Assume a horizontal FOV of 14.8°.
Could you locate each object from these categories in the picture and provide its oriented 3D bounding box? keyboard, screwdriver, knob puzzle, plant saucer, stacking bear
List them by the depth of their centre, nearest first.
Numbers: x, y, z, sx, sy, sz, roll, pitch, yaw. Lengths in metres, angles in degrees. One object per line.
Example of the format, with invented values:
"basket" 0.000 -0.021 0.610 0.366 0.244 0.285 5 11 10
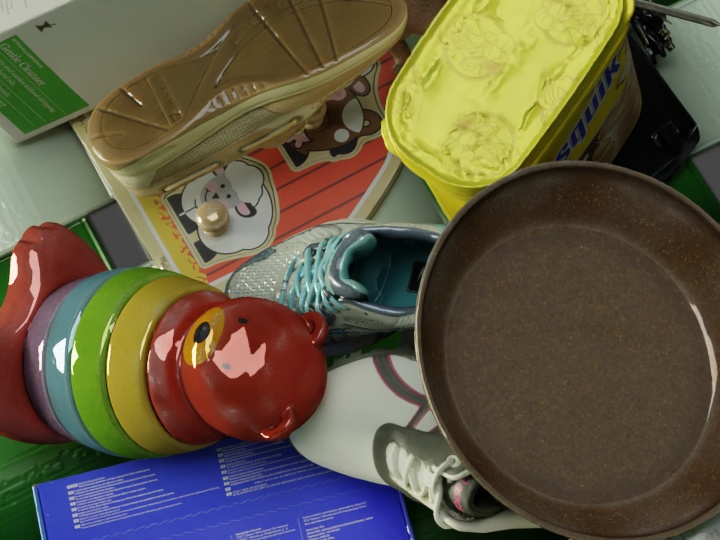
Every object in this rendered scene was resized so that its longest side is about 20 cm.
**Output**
"plant saucer" 0.116 0.044 1.401 0.200 0.037 0.201 6 70 -18
"stacking bear" -0.104 0.049 1.503 0.200 0.114 0.122 3 59 43
"screwdriver" 0.128 -0.169 1.653 0.200 0.029 0.028 19 85 26
"knob puzzle" -0.058 -0.091 1.663 0.219 0.030 0.220 -3 62 5
"keyboard" 0.141 -0.132 1.670 0.104 0.040 0.200 -38 64 12

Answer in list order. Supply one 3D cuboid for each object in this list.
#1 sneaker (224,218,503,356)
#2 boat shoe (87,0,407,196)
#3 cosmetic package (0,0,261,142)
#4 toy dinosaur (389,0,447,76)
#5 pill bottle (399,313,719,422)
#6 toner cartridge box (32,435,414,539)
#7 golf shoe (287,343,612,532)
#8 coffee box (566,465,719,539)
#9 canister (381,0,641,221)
"sneaker" 0.000 0.000 1.489 0.200 0.086 0.078 -6 76 35
"boat shoe" -0.060 -0.108 1.609 0.200 0.065 0.071 -25 56 8
"cosmetic package" -0.148 -0.168 1.638 0.200 0.108 0.085 -22 57 16
"toy dinosaur" 0.028 -0.189 1.629 0.200 0.136 0.086 26 55 30
"pill bottle" 0.127 0.046 1.521 0.200 0.112 0.112 15 65 23
"toner cartridge box" -0.074 0.144 1.536 0.199 0.043 0.095 -14 61 -1
"golf shoe" 0.044 0.092 1.457 0.199 0.077 0.088 4 28 22
"coffee box" 0.105 0.192 1.444 0.200 0.114 0.080 -28 77 -8
"canister" 0.091 -0.091 1.536 0.086 0.200 0.149 34 86 15
